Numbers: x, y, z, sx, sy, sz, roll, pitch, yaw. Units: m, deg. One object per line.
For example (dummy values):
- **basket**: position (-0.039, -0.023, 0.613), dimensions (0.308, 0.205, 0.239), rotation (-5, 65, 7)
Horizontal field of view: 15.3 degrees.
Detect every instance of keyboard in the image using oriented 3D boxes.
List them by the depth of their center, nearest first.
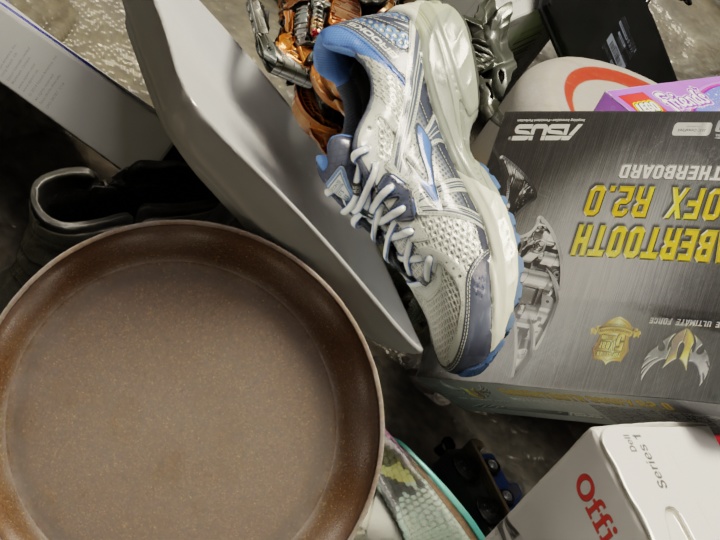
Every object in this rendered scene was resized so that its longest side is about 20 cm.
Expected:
- **keyboard**: position (0.164, -0.155, 1.657), dimensions (0.021, 0.200, 0.127), rotation (24, 70, 32)

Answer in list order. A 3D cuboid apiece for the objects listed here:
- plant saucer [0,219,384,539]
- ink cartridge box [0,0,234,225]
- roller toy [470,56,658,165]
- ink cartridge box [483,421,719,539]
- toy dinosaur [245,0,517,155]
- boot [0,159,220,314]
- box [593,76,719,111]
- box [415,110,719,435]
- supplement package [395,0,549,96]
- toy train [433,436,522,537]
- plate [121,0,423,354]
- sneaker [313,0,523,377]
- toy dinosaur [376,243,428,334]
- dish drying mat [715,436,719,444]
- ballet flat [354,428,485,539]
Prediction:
- **plant saucer**: position (-0.089, 0.076, 1.284), dimensions (0.200, 0.032, 0.200), rotation (0, 88, -11)
- **ink cartridge box**: position (-0.153, -0.096, 1.415), dimensions (0.200, 0.039, 0.099), rotation (37, 3, 27)
- **roller toy**: position (0.137, -0.018, 1.544), dimensions (0.182, 0.140, 0.200), rotation (41, 29, 11)
- **ink cartridge box**: position (0.115, 0.186, 1.281), dimensions (0.084, 0.200, 0.146), rotation (0, 53, -39)
- **toy dinosaur**: position (0.003, -0.097, 1.440), dimensions (0.136, 0.102, 0.200), rotation (1, 81, -36)
- **boot**: position (-0.098, -0.003, 1.353), dimensions (0.200, 0.131, 0.068), rotation (-7, 57, -42)
- **box**: position (0.227, -0.053, 1.492), dimensions (0.137, 0.039, 0.200), rotation (42, 29, 25)
- **box**: position (0.137, -0.002, 1.352), dimensions (0.048, 0.200, 0.158), rotation (36, 68, -42)
- **supplement package**: position (0.026, -0.200, 1.652), dimensions (0.200, 0.117, 0.117), rotation (48, 40, 10)
- **toy train**: position (0.092, 0.172, 1.411), dimensions (0.046, 0.034, 0.200), rotation (-1, 54, -43)
- **plate**: position (-0.056, -0.062, 1.351), dimensions (0.200, 0.032, 0.200), rotation (48, 11, -34)
- **sneaker**: position (0.019, -0.039, 1.347), dimensions (0.085, 0.077, 0.200), rotation (-4, 70, -26)
- **toy dinosaur**: position (0.000, 0.000, 1.455), dimensions (0.047, 0.088, 0.200), rotation (26, 26, -28)
- **dish drying mat**: position (0.210, 0.087, 1.483), dimensions (0.018, 0.200, 0.077), rotation (16, 14, 40)
- **ballet flat**: position (-0.011, 0.095, 1.372), dimensions (0.071, 0.069, 0.200), rotation (-35, 94, -25)
